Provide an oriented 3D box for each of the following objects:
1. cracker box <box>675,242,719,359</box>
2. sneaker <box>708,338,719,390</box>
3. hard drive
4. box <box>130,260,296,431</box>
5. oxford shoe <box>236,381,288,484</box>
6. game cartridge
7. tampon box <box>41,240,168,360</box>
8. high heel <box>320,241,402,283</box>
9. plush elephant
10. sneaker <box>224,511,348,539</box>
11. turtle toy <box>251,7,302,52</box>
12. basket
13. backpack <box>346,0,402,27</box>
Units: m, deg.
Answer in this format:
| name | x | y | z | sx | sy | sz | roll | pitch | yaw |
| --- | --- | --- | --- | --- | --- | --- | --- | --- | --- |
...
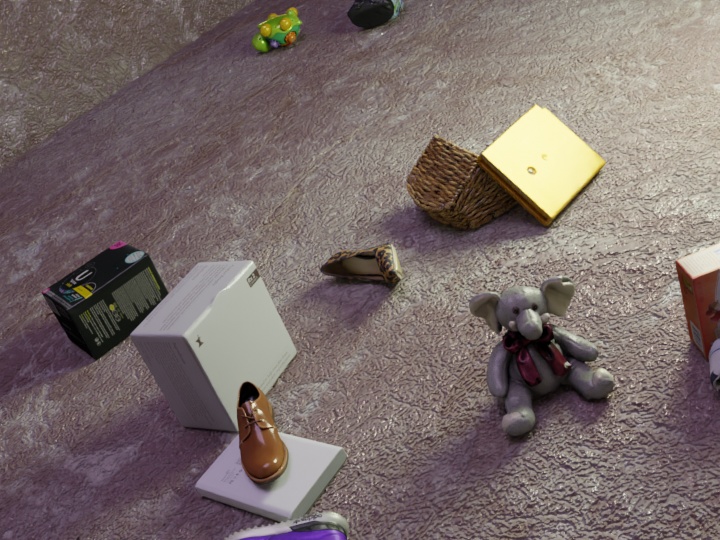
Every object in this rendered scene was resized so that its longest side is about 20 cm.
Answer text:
| name | x | y | z | sx | sy | sz | roll | pitch | yaw |
| --- | --- | --- | --- | --- | --- | --- | --- | --- | --- |
| cracker box | 0.525 | 0.017 | 1.217 | 0.197 | 0.136 | 0.058 | -22 | 29 | 2 |
| sneaker | 0.526 | 0.119 | 1.132 | 0.197 | 0.073 | 0.071 | -12 | 39 | 37 |
| hard drive | -0.131 | 0.292 | 1.344 | 0.197 | 0.027 | 0.132 | 5 | 40 | 40 |
| box | -0.234 | 0.121 | 1.519 | 0.129 | 0.202 | 0.200 | -2 | 35 | 36 |
| oxford shoe | -0.155 | 0.235 | 1.358 | 0.070 | 0.072 | 0.201 | -23 | 30 | -5 |
| game cartridge | 0.332 | -0.198 | 1.698 | 0.200 | 0.176 | 0.033 | -40 | -11 | -33 |
| tampon box | -0.515 | 0.055 | 1.897 | 0.199 | 0.128 | 0.149 | -38 | 33 | -26 |
| high heel | 0.000 | 0.000 | 1.670 | 0.140 | 0.073 | 0.200 | -17 | 13 | -2 |
| plush elephant | 0.236 | 0.092 | 1.276 | 0.162 | 0.157 | 0.201 | -20 | 30 | 4 |
| sneaker | -0.107 | 0.372 | 1.152 | 0.197 | 0.070 | 0.100 | -20 | 32 | 6 |
| turtle toy | -0.286 | -0.814 | 3.174 | 0.196 | 0.102 | 0.147 | -13 | 30 | 19 |
| basket | 0.197 | -0.150 | 1.796 | 0.144 | 0.148 | 0.200 | -58 | 32 | 5 |
| backpack | 0.064 | -0.876 | 3.010 | 0.160 | 0.154 | 0.203 | -8 | 54 | 28 |
